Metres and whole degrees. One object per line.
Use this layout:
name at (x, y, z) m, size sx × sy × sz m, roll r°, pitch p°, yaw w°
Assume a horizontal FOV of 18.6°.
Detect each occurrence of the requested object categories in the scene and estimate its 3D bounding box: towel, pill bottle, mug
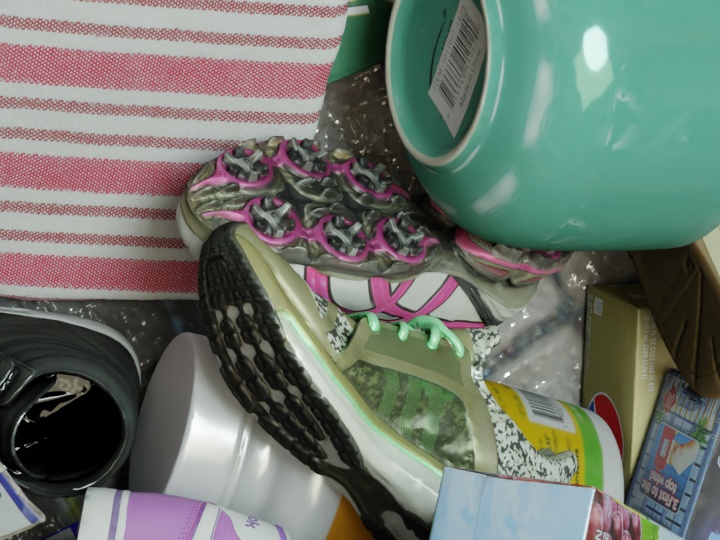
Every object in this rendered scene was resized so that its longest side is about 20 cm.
towel at (-0.089, -0.067, 0.912) m, size 0.145 × 0.030 × 0.201 m, roll 3°, pitch 129°, yaw -17°
pill bottle at (0.005, 0.092, 0.963) m, size 0.199 × 0.111 × 0.112 m, roll 16°, pitch 95°, yaw -19°
mug at (0.078, -0.101, 0.891) m, size 0.114 × 0.152 × 0.187 m, roll -1°, pitch 83°, yaw -27°

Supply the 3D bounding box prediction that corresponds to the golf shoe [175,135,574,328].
golf shoe at (0.000, 0.000, 0.936) m, size 0.199 × 0.073 × 0.092 m, roll 7°, pitch 134°, yaw -39°

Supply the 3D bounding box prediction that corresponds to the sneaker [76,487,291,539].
sneaker at (-0.068, 0.187, 0.853) m, size 0.113 × 0.073 × 0.202 m, roll 10°, pitch 71°, yaw -5°

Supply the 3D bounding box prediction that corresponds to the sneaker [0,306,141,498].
sneaker at (-0.181, 0.049, 0.905) m, size 0.198 × 0.099 × 0.071 m, roll 4°, pitch 100°, yaw -17°

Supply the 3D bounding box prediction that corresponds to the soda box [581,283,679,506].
soda box at (0.143, 0.109, 1.035) m, size 0.067 × 0.064 × 0.202 m, roll -1°, pitch 99°, yaw -17°

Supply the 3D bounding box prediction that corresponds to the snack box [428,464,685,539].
snack box at (0.080, 0.177, 0.833) m, size 0.200 × 0.067 × 0.170 m, roll 33°, pitch 67°, yaw -61°

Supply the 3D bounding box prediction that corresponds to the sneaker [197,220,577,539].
sneaker at (0.014, 0.045, 0.877) m, size 0.200 × 0.077 × 0.089 m, roll 49°, pitch 64°, yaw -21°

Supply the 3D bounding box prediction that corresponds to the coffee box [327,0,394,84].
coffee box at (0.019, -0.161, 0.959) m, size 0.199 × 0.044 × 0.124 m, roll -22°, pitch 107°, yaw -12°

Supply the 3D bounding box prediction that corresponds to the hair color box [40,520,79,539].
hair color box at (-0.112, 0.218, 0.975) m, size 0.109 × 0.065 × 0.201 m, roll -25°, pitch 104°, yaw -10°

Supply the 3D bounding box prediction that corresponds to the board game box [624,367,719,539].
board game box at (0.177, 0.181, 0.992) m, size 0.199 × 0.062 × 0.201 m, roll 31°, pitch 90°, yaw -21°

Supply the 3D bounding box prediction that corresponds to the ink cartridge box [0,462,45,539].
ink cartridge box at (-0.241, 0.043, 0.858) m, size 0.199 × 0.041 × 0.200 m, roll -22°, pitch 110°, yaw 29°

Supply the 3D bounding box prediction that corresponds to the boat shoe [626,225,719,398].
boat shoe at (0.148, -0.038, 0.970) m, size 0.064 × 0.072 × 0.201 m, roll -8°, pitch 60°, yaw -24°
